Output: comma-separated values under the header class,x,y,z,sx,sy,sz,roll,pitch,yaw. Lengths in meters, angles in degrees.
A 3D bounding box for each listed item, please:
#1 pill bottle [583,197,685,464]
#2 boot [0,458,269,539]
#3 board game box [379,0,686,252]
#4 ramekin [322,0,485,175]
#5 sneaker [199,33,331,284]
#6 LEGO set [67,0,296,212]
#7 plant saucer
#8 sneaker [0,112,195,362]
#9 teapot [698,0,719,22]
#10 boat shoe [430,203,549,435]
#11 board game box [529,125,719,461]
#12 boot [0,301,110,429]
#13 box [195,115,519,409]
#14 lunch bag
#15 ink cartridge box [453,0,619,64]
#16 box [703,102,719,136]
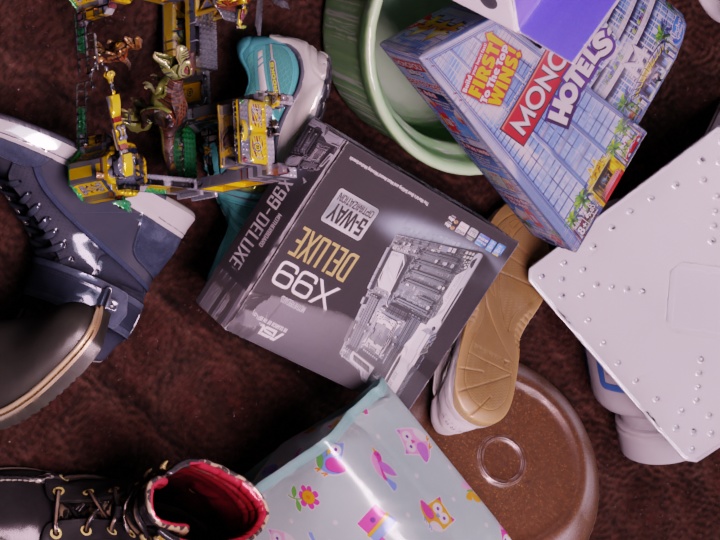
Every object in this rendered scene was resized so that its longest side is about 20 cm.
class,x,y,z,sx,sy,sz,roll,pitch,yaw
pill bottle,0.234,0.049,1.710,0.112,0.112,0.201,-22,114,-22
boot,-0.176,0.170,1.484,0.199,0.150,0.073,18,66,-30
board game box,0.122,-0.149,1.507,0.200,0.062,0.200,32,87,-33
ramekin,0.069,-0.178,1.564,0.199,0.098,0.201,-8,108,-27
sneaker,-0.079,-0.075,1.537,0.079,0.078,0.201,17,103,2
LEGO set,-0.114,-0.132,1.423,0.154,0.116,0.201,17,71,-47
plant saucer,0.104,0.152,1.648,0.200,0.037,0.201,8,67,-19
sneaker,-0.223,-0.019,1.457,0.202,0.077,0.147,31,85,-33
teapot,0.273,-0.323,1.610,0.200,0.146,0.198,41,83,-32
boat shoe,0.090,0.037,1.637,0.071,0.069,0.201,33,55,-19
board game box,0.262,0.018,1.595,0.200,0.026,0.200,-38,98,28
boot,-0.279,0.041,1.398,0.200,0.078,0.138,-28,117,21
box,0.000,0.000,1.530,0.200,0.050,0.158,29,97,-43
lunch bag,-0.015,0.202,1.557,0.171,0.200,0.122,50,38,-3
ink cartridge box,0.113,-0.265,1.467,0.198,0.200,0.043,-55,167,-25
box,0.308,-0.058,1.683,0.200,0.060,0.117,-51,134,-61
